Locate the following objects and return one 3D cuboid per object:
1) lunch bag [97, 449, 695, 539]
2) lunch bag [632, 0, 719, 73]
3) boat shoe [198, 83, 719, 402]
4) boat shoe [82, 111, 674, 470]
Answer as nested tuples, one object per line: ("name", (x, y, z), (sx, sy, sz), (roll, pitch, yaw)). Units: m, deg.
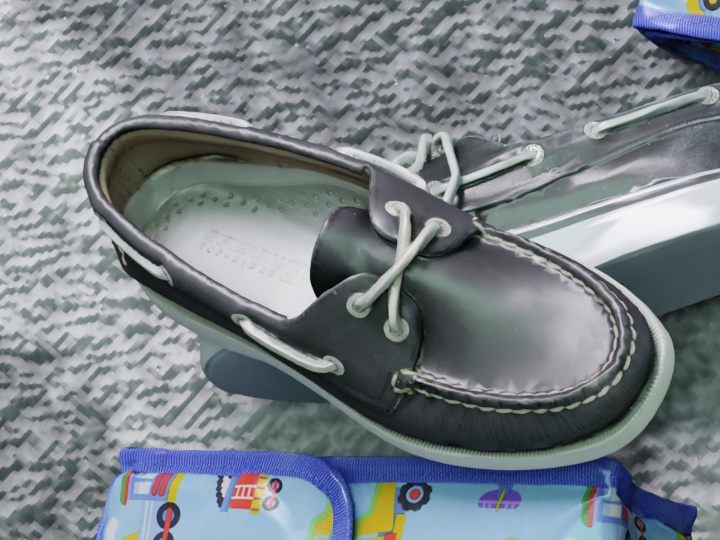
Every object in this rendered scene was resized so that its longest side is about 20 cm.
("lunch bag", (-0.009, 0.135, 0.897), (0.199, 0.094, 0.151), (1, 76, 23))
("lunch bag", (0.192, -0.122, 0.942), (0.199, 0.094, 0.151), (16, 78, 27))
("boat shoe", (0.040, -0.013, 0.935), (0.199, 0.074, 0.068), (-18, 63, 12))
("boat shoe", (0.000, 0.000, 0.862), (0.200, 0.060, 0.074), (24, 73, 35))
